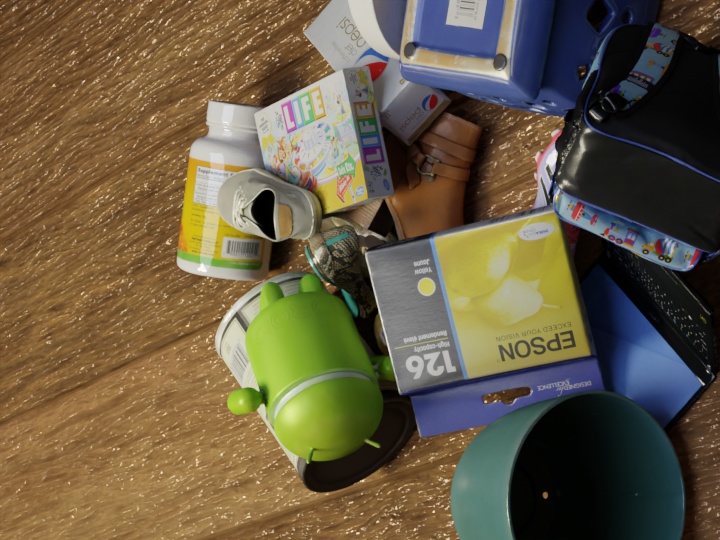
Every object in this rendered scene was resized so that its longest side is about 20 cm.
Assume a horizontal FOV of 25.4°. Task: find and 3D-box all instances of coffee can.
[{"bbox_3d":[-0.050,0.121,1.762,0.200,0.146,0.147,53,123,31],"label":"coffee can"}]

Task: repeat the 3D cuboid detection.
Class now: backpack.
[{"bbox_3d":[0.271,-0.123,1.428,0.182,0.201,0.135,22,132,0],"label":"backpack"}]

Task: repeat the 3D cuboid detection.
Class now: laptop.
[{"bbox_3d":[0.243,0.050,1.504,0.103,0.200,0.177,-34,59,-6],"label":"laptop"}]

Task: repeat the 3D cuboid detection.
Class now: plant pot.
[{"bbox_3d":[0.155,-0.255,1.542,0.199,0.179,0.201,17,101,44],"label":"plant pot"},{"bbox_3d":[0.178,0.216,1.512,0.161,0.199,0.202,-12,81,60],"label":"plant pot"}]

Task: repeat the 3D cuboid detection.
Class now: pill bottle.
[{"bbox_3d":[-0.151,-0.096,1.887,0.111,0.111,0.201,14,100,43],"label":"pill bottle"}]

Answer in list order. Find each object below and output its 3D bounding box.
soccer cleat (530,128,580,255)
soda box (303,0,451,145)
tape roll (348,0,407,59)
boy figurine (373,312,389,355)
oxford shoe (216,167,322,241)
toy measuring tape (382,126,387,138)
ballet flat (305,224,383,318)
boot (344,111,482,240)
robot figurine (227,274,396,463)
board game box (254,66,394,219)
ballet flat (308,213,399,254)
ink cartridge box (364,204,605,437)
[{"bbox_3d":[0.197,-0.058,1.564,0.077,0.066,0.201,55,137,34],"label":"soccer cleat"},{"bbox_3d":[0.016,-0.219,1.716,0.068,0.064,0.200,-47,42,10],"label":"soda box"},{"bbox_3d":[0.065,-0.307,1.597,0.037,0.202,0.204,20,103,39],"label":"tape roll"},{"bbox_3d":[0.065,0.056,1.674,0.200,0.124,0.065,-13,95,60],"label":"boy figurine"},{"bbox_3d":[-0.113,-0.069,1.741,0.200,0.057,0.076,17,114,57],"label":"oxford shoe"},{"bbox_3d":[-0.006,-0.159,1.775,0.074,0.073,0.200,53,124,31],"label":"toy measuring tape"},{"bbox_3d":[0.000,0.000,1.707,0.075,0.200,0.068,-27,68,4],"label":"ballet flat"},{"bbox_3d":[0.093,-0.081,1.687,0.200,0.077,0.156,35,97,30],"label":"boot"},{"bbox_3d":[-0.047,0.103,1.614,0.116,0.174,0.201,101,153,-51],"label":"robot figurine"},{"bbox_3d":[-0.042,-0.125,1.696,0.200,0.034,0.135,-17,84,58],"label":"board game box"},{"bbox_3d":[-0.034,-0.045,1.792,0.199,0.046,0.068,24,135,31],"label":"ballet flat"},{"bbox_3d":[0.121,0.054,1.544,0.196,0.047,0.201,-13,96,16],"label":"ink cartridge box"}]
